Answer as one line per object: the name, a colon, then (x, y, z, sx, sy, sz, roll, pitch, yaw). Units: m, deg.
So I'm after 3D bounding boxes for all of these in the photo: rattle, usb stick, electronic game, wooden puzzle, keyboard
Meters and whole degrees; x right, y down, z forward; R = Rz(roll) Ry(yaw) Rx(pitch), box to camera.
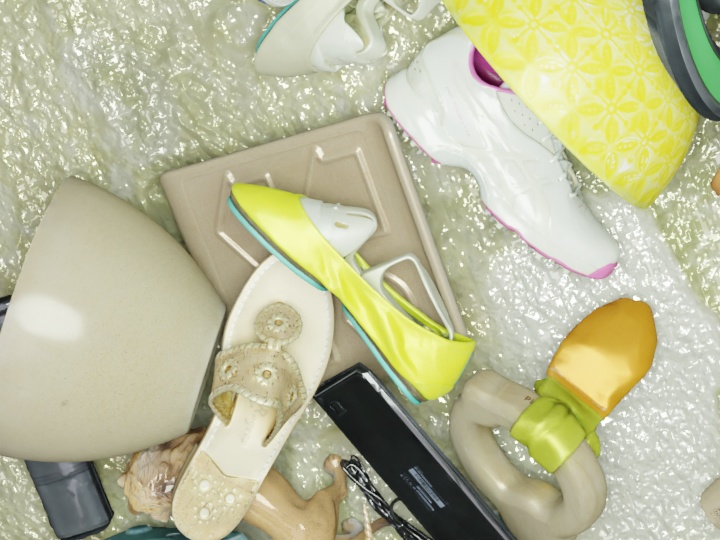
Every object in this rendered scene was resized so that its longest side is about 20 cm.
rattle: (0.140, 0.129, 1.176, 0.129, 0.143, 0.201, 11, 139, 24)
usb stick: (-0.249, 0.117, 1.277, 0.055, 0.033, 0.202, -15, 103, 20)
electronic game: (0.206, -0.186, 0.930, 0.041, 0.200, 0.202, 3, 110, 33)
wooden puzzle: (-0.028, -0.008, 1.163, 0.198, 0.046, 0.187, -12, 107, 29)
keyboard: (0.040, 0.155, 1.172, 0.200, 0.021, 0.127, 50, 145, -4)

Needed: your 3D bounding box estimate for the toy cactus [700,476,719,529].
toy cactus: (0.305, 0.134, 1.114, 0.200, 0.103, 0.165, 44, 123, -12)

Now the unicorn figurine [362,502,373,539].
unicorn figurine: (0.066, 0.275, 1.192, 0.136, 0.074, 0.201, 15, 144, 33)

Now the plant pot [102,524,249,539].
plant pot: (-0.148, 0.300, 1.216, 0.195, 0.195, 0.202, -3, 95, 35)

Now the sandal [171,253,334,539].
sandal: (-0.070, 0.093, 1.112, 0.077, 0.070, 0.214, 22, 96, -11)

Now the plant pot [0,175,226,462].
plant pot: (-0.170, 0.049, 1.154, 0.133, 0.201, 0.202, 17, 112, -2)

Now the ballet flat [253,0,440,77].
ballet flat: (0.010, -0.179, 1.084, 0.200, 0.070, 0.070, -42, 94, 24)

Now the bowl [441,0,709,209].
bowl: (0.146, -0.147, 0.999, 0.108, 0.200, 0.200, -43, 94, 16)

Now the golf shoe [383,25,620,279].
golf shoe: (0.109, -0.079, 1.096, 0.200, 0.075, 0.092, 42, 110, -3)

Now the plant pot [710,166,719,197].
plant pot: (0.303, -0.071, 0.983, 0.139, 0.200, 0.201, 32, 113, 9)

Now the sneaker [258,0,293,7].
sneaker: (-0.098, -0.275, 1.073, 0.114, 0.080, 0.202, 6, 99, 29)

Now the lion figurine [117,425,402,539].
lion figurine: (-0.071, 0.167, 1.199, 0.198, 0.123, 0.073, 22, 112, 6)

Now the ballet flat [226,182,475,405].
ballet flat: (0.000, 0.000, 1.096, 0.067, 0.067, 0.200, -42, 95, 12)
